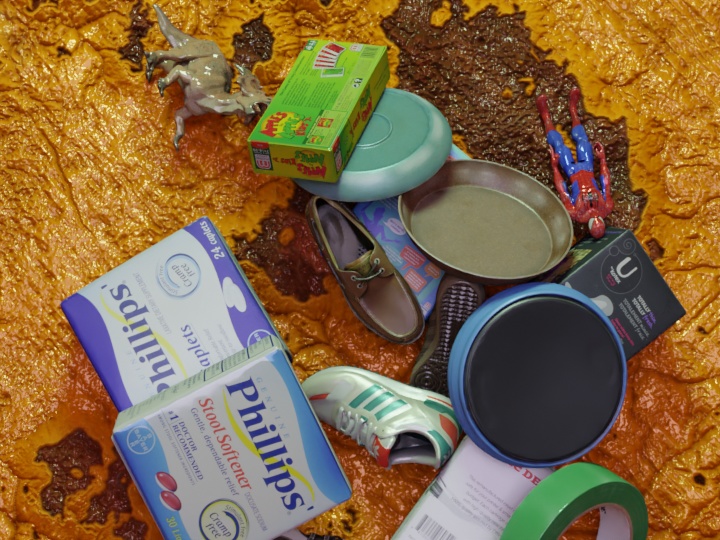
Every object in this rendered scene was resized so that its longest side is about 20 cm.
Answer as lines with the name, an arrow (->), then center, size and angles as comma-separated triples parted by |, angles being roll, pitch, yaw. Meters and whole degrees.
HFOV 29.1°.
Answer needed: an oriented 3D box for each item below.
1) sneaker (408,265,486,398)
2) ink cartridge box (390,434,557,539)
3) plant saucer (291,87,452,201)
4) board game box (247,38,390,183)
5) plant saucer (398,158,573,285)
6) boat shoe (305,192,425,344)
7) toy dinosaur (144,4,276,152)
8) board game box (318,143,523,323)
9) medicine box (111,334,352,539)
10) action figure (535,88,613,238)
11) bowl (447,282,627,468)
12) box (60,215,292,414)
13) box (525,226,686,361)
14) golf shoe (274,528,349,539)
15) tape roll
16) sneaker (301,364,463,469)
sneaker -> 0.106, 0.078, 1.579 | 0.070, 0.076, 0.202 | 17, 121, 2
ink cartridge box -> 0.134, 0.288, 1.556 | 0.146, 0.086, 0.201 | 36, 82, 6
plant saucer -> 0.007, -0.154, 1.599 | 0.198, 0.028, 0.201 | -5, 43, 4
board game box -> -0.044, -0.186, 1.587 | 0.100, 0.048, 0.201 | 8, 45, 18
plant saucer -> 0.137, -0.049, 1.545 | 0.198, 0.035, 0.201 | 7, 43, -6
boat shoe -> 0.000, 0.000, 1.570 | 0.072, 0.068, 0.201 | -38, 82, -2
toy dinosaur -> -0.181, -0.233, 1.653 | 0.134, 0.086, 0.201 | -20, 65, -12
board game box -> 0.071, -0.050, 1.631 | 0.152, 0.045, 0.200 | 40, 85, 7
medicine box -> -0.137, 0.198, 1.484 | 0.199, 0.103, 0.184 | -27, 97, -3
action figure -> 0.250, -0.122, 1.601 | 0.065, 0.052, 0.202 | -9, 59, -4
bowl -> 0.193, 0.115, 1.490 | 0.198, 0.039, 0.203 | -1, 95, -9
box -> -0.209, 0.072, 1.590 | 0.199, 0.105, 0.185 | -31, 81, -3
box -> 0.244, 0.056, 1.568 | 0.199, 0.106, 0.123 | -37, 99, -4
golf shoe -> -0.043, 0.322, 1.556 | 0.094, 0.078, 0.200 | -43, 76, -5
tape roll -> 0.228, 0.308, 1.502 | 0.048, 0.200, 0.201 | 30, 81, 45
sneaker -> 0.016, 0.171, 1.558 | 0.198, 0.094, 0.071 | 14, 126, 10
